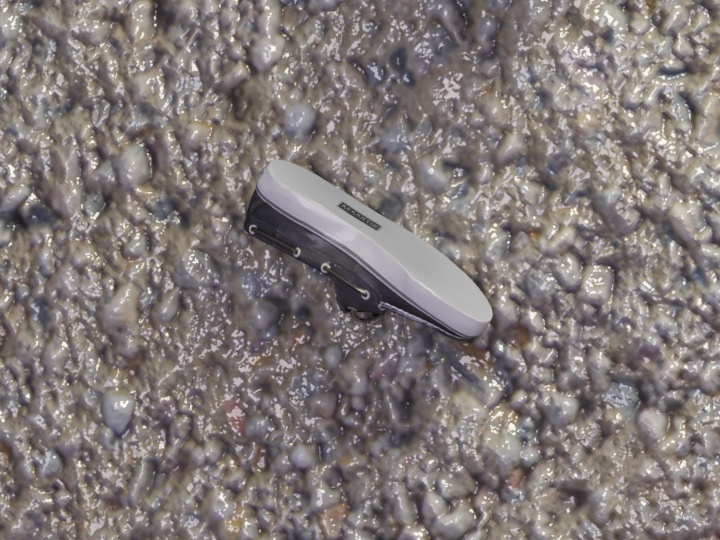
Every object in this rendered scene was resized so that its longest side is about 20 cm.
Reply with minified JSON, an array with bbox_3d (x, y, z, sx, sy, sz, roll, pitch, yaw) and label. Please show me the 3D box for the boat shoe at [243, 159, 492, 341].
[{"bbox_3d":[0.000,0.000,1.696,0.199,0.070,0.067,33,114,9],"label":"boat shoe"}]
